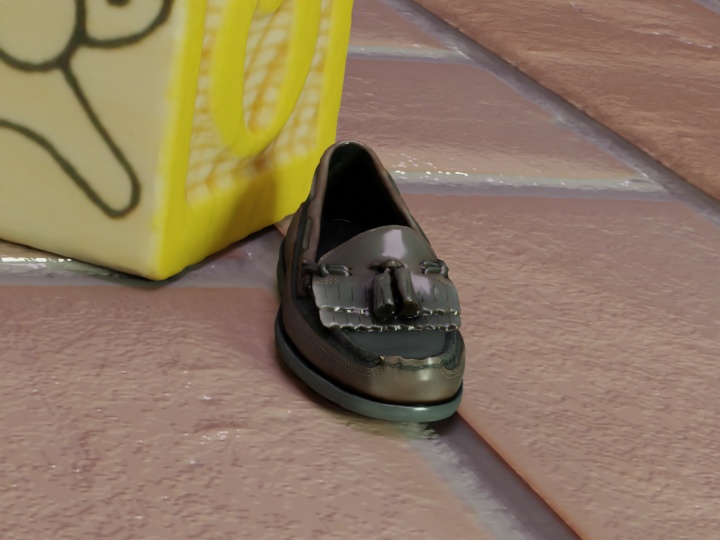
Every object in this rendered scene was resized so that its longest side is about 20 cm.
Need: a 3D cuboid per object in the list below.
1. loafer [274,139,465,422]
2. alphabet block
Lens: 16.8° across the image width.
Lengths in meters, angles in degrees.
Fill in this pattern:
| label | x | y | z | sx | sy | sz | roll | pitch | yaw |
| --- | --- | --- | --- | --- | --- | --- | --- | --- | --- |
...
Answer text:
| label | x | y | z | sx | sy | sz | roll | pitch | yaw |
| --- | --- | --- | --- | --- | --- | --- | --- | --- | --- |
| loafer | 0.000 | 0.000 | 1.001 | 0.072 | 0.063 | 0.200 | 4 | 18 | -12 |
| alphabet block | -0.128 | -0.125 | 1.125 | 0.200 | 0.196 | 0.196 | 15 | 21 | 19 |
